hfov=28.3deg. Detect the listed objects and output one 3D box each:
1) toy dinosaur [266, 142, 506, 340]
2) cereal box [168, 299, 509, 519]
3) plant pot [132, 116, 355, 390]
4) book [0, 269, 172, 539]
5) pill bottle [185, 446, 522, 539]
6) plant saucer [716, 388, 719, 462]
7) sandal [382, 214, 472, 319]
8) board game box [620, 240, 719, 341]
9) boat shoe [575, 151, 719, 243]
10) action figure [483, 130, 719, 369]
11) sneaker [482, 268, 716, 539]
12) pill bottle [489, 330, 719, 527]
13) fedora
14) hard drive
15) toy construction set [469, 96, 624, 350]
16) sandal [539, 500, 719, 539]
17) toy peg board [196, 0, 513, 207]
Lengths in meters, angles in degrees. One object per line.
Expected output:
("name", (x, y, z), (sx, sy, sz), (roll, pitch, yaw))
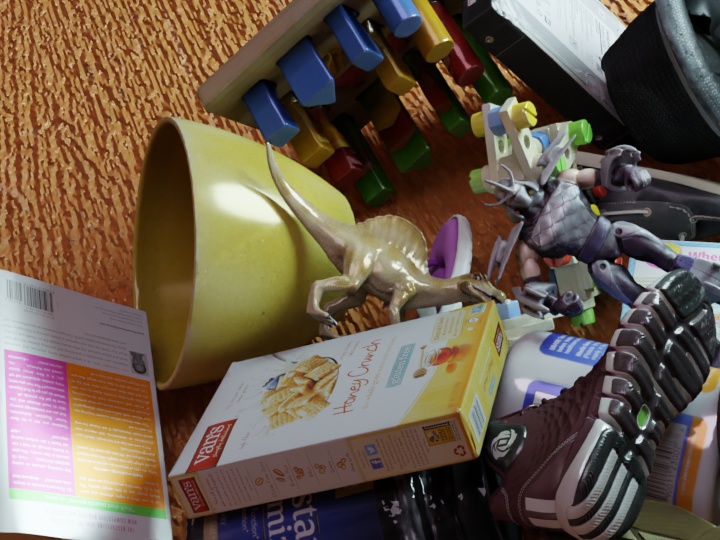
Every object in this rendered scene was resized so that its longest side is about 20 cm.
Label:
("toy dinosaur", (0.000, 0.000, 1.009), (0.198, 0.058, 0.102), (29, 72, -1))
("cereal box", (-0.011, 0.087, 0.910), (0.198, 0.040, 0.144), (-14, 22, 20))
("plant pot", (-0.084, -0.011, 1.083), (0.140, 0.201, 0.201), (2, 43, -21))
("book", (-0.205, 0.104, 1.006), (0.048, 0.133, 0.202), (-36, 50, 35))
("pill bottle", (-0.002, 0.170, 0.913), (0.198, 0.112, 0.113), (-17, 46, 14))
("plant saucer", (0.289, 0.115, 0.891), (0.032, 0.200, 0.201), (-29, 26, 53))
("sandal", (0.042, 0.033, 1.059), (0.049, 0.083, 0.204), (23, 53, -9))
("board game box", (0.287, 0.043, 1.027), (0.197, 0.034, 0.135), (4, 51, 17))
("boat shoe", (0.236, -0.044, 1.109), (0.198, 0.072, 0.068), (13, 90, 16))
("action figure", (0.170, -0.013, 0.960), (0.199, 0.069, 0.131), (30, 96, -2))
("sneaker", (0.134, 0.076, 0.869), (0.115, 0.076, 0.200), (-9, 33, 45))
("pill bottle", (0.149, 0.103, 0.955), (0.198, 0.113, 0.113), (12, 53, 24))
("fedora", (0.252, -0.143, 1.114), (0.091, 0.200, 0.202), (-27, 40, 30))
("hard drive", (0.160, -0.194, 1.166), (0.038, 0.199, 0.141), (-30, 38, 33))
("toy construction set", (0.134, -0.027, 1.047), (0.091, 0.203, 0.131), (5, 10, 30))
("sandal", (0.193, 0.177, 0.804), (0.198, 0.055, 0.080), (9, 19, 24))
("toy peg board", (0.013, -0.146, 1.128), (0.199, 0.199, 0.098), (-39, 67, 19))
